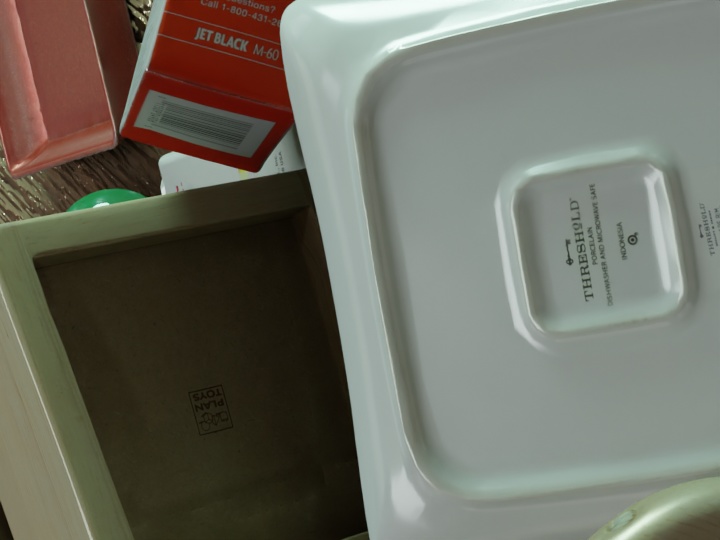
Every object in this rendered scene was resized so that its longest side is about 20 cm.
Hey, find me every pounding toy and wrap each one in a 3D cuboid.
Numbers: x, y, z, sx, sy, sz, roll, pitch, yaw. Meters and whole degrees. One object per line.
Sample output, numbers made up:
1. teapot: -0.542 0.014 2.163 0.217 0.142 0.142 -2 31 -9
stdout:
1. pounding toy: -0.079 0.047 0.804 0.142 0.184 0.201 -35 73 48

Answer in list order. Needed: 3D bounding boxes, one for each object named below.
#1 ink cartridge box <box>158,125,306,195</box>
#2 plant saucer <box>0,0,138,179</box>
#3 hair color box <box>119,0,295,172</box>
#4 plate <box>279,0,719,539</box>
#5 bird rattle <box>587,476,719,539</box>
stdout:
1. ink cartridge box: 0.000 0.000 0.893 0.200 0.084 0.145 -10 94 63
2. plant saucer: -0.186 -0.163 1.224 0.200 0.037 0.200 -8 96 62
3. hair color box: -0.034 -0.148 0.787 0.111 0.064 0.201 144 140 -76
4. plate: 0.077 -0.008 0.643 0.032 0.199 0.200 -4 -96 -72
5. bird rattle: 0.124 0.137 0.600 0.163 0.200 0.113 57 179 -12
